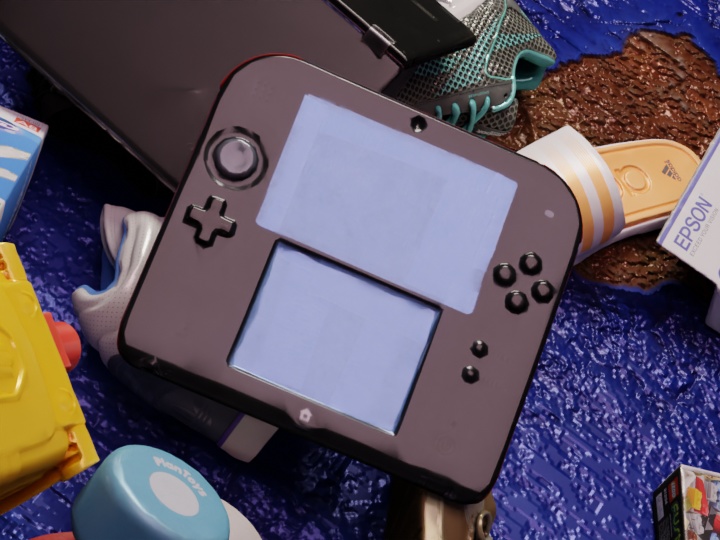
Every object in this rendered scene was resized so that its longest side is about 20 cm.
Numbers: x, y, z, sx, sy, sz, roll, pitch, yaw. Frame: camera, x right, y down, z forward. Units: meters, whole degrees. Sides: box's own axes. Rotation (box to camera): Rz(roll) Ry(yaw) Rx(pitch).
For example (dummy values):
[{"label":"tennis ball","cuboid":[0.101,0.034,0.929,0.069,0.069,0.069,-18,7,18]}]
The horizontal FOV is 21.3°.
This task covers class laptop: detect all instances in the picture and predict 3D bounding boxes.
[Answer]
[{"label":"laptop","cuboid":[-0.065,-0.135,1.055,0.187,0.116,0.200,42,23,8]}]

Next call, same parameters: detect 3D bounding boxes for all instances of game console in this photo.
[{"label":"game console","cuboid":[0.000,0.000,0.949,0.199,0.031,0.178,23,69,-4]}]

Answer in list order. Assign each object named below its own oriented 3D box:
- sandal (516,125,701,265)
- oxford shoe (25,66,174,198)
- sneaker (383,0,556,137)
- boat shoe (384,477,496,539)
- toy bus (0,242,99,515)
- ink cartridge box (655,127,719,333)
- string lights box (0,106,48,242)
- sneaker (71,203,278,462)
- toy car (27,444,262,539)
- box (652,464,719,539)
[{"label":"sandal","cuboid":[0.139,-0.055,1.152,0.206,0.059,0.079,-20,66,-33]},{"label":"oxford shoe","cuboid":[-0.157,-0.121,1.061,0.200,0.073,0.084,44,53,10]},{"label":"sneaker","cuboid":[0.051,-0.110,1.147,0.091,0.078,0.200,43,52,4]},{"label":"boat shoe","cuboid":[0.052,0.106,0.995,0.063,0.073,0.202,13,45,-9]},{"label":"toy bus","cuboid":[-0.206,0.069,0.785,0.192,0.199,0.137,-10,74,-62]},{"label":"ink cartridge box","cuboid":[0.294,-0.013,1.204,0.199,0.047,0.198,34,52,4]},{"label":"string lights box","cuboid":[-0.217,-0.043,0.919,0.102,0.059,0.200,21,14,-8]},{"label":"sneaker","cuboid":[-0.063,-0.009,1.016,0.146,0.081,0.200,38,56,0]},{"label":"toy car","cuboid":[-0.077,0.167,0.862,0.176,0.185,0.200,38,20,1]},{"label":"box","cuboid":[0.216,0.208,1.016,0.109,0.035,0.201,13,53,-15]}]
